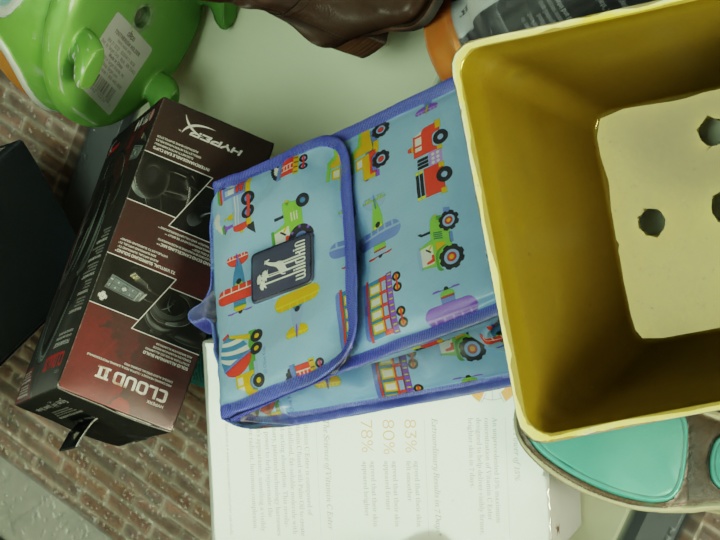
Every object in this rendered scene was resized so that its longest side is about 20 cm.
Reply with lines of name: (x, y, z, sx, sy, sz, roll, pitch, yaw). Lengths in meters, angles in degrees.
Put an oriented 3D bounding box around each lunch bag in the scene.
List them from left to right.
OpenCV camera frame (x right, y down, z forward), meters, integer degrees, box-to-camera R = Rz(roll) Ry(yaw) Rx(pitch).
lunch bag: (0.000, 0.000, 1.393, 0.199, 0.094, 0.151, -17, 59, 18)

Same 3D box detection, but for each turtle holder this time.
turtle holder: (-0.163, -0.188, 1.560, 0.131, 0.141, 0.187, 26, 109, 30)

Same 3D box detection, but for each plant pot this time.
plant pot: (0.177, -0.034, 1.314, 0.199, 0.176, 0.201, -11, 89, 15)

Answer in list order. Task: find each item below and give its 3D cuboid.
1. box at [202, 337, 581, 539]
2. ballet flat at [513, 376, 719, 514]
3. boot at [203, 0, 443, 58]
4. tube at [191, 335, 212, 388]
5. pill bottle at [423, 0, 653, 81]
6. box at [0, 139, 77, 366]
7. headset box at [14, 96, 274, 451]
box: (0.020, 0.094, 1.459, 0.199, 0.097, 0.125, -1, 94, 15)
ballet flat: (0.180, 0.104, 1.380, 0.199, 0.069, 0.070, 13, 103, 8)
boot: (-0.057, -0.185, 1.416, 0.186, 0.199, 0.065, 140, 143, -59)
tube: (-0.100, 0.041, 1.599, 0.199, 0.050, 0.078, 22, 97, 35)
pill bottle: (0.130, -0.159, 1.392, 0.199, 0.106, 0.107, -29, 79, 31)
box: (-0.299, 0.015, 1.639, 0.199, 0.148, 0.107, -14, 111, 36)
headset box: (-0.133, 0.014, 1.511, 0.201, 0.077, 0.149, -70, 13, -12)
